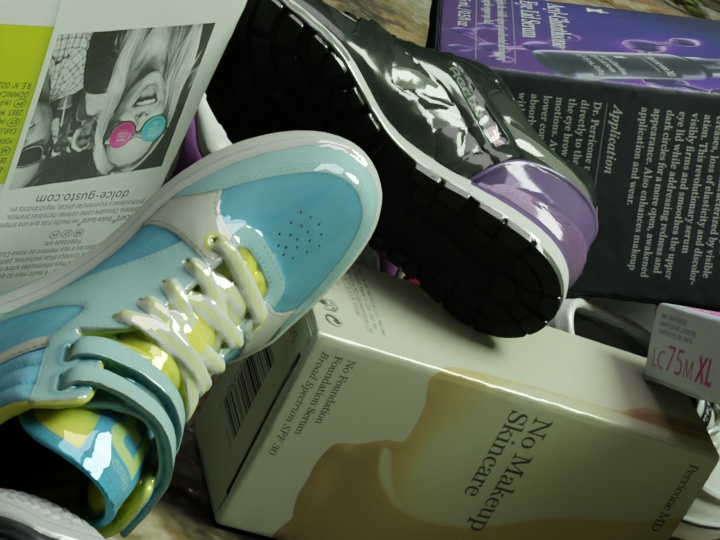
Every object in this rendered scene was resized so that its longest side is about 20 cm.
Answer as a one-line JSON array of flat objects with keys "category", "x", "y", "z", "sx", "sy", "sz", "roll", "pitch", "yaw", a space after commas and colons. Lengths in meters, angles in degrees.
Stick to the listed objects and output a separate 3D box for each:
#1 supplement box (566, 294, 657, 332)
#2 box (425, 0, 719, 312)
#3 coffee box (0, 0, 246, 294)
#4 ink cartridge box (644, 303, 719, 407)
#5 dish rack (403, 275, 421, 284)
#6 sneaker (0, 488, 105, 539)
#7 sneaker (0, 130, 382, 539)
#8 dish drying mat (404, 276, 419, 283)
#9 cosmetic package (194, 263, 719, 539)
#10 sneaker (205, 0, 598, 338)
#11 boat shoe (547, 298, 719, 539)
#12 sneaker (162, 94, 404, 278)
[{"category": "supplement box", "x": 0.111, "y": -0.016, "z": 1.134, "sx": 0.199, "sy": 0.102, "sz": 0.103, "roll": 37, "pitch": 10, "yaw": 20}, {"category": "box", "x": 0.126, "y": -0.058, "z": 0.984, "sx": 0.198, "sy": 0.105, "sz": 0.148, "roll": 6, "pitch": 21, "yaw": 0}, {"category": "coffee box", "x": -0.205, "y": -0.087, "z": 0.818, "sx": 0.199, "sy": 0.199, "sz": 0.199, "roll": 42, "pitch": 28, "yaw": 28}, {"category": "ink cartridge box", "x": 0.235, "y": 0.053, "z": 0.879, "sx": 0.198, "sy": 0.042, "sz": 0.119, "roll": 12, "pitch": 4, "yaw": -19}, {"category": "dish rack", "x": 0.000, "y": 0.000, "z": 1.019, "sx": 0.153, "sy": 0.055, "sz": 0.201, "roll": 4, "pitch": 45, "yaw": -45}, {"category": "sneaker", "x": -0.069, "y": 0.146, "z": 0.647, "sx": 0.199, "sy": 0.076, "sz": 0.114, "roll": 24, "pitch": 23, "yaw": 5}, {"category": "sneaker", "x": -0.067, "y": 0.030, "z": 0.745, "sx": 0.080, "sy": 0.199, "sz": 0.131, "roll": 57, "pitch": -2, "yaw": -24}, {"category": "dish drying mat", "x": -0.046, "y": -0.002, "z": 1.056, "sx": 0.199, "sy": 0.018, "sz": 0.077, "roll": 3, "pitch": 35, "yaw": -45}, {"category": "cosmetic package", "x": 0.041, "y": 0.073, "z": 0.885, "sx": 0.198, "sy": 0.106, "sz": 0.071, "roll": 16, "pitch": 27, "yaw": -23}, {"category": "sneaker", "x": 0.015, "y": -0.064, "z": 0.870, "sx": 0.200, "sy": 0.076, "sz": 0.088, "roll": 43, "pitch": 44, "yaw": -7}, {"category": "boat shoe", "x": 0.142, "y": 0.073, "z": 0.987, "sx": 0.199, "sy": 0.065, "sz": 0.074, "roll": 28, "pitch": 57, "yaw": -35}, {"category": "sneaker", "x": -0.064, "y": -0.061, "z": 0.938, "sx": 0.199, "sy": 0.075, "sz": 0.100, "roll": 35, "pitch": 28, "yaw": -12}]
